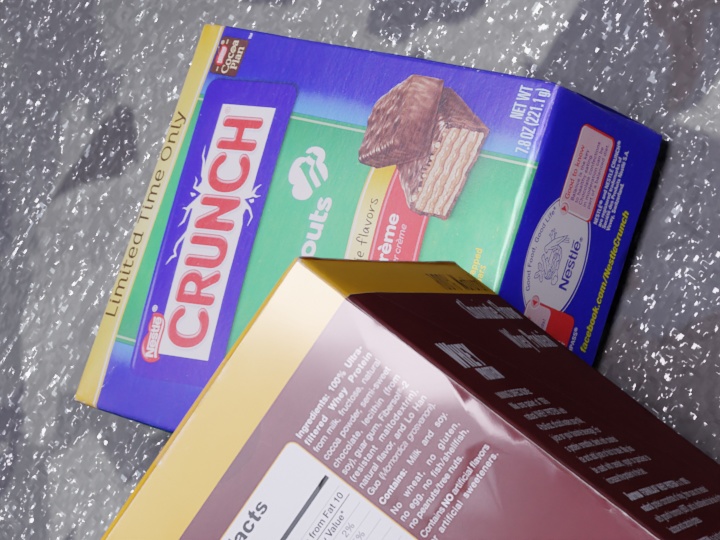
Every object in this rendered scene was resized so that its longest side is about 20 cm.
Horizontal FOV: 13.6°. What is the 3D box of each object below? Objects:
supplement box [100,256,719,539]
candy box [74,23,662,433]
[{"bbox_3d":[0.046,0.107,0.983,0.200,0.197,0.133,38,100,13],"label":"supplement box"},{"bbox_3d":[0.000,0.000,1.191,0.199,0.077,0.170,13,83,44],"label":"candy box"}]
